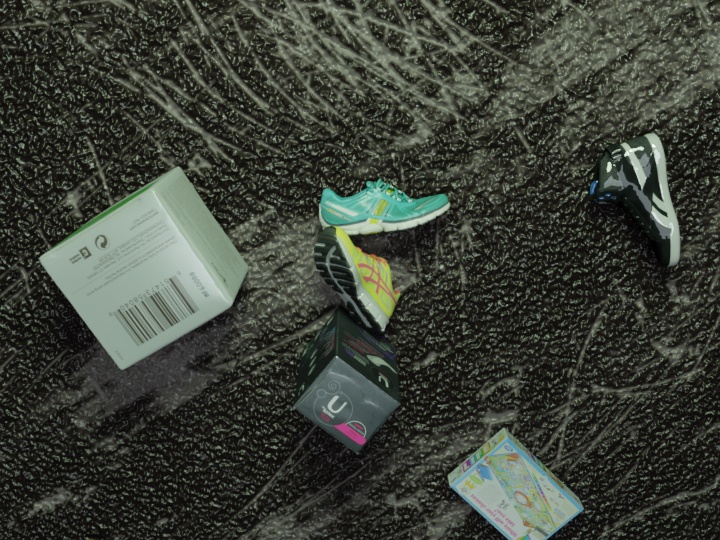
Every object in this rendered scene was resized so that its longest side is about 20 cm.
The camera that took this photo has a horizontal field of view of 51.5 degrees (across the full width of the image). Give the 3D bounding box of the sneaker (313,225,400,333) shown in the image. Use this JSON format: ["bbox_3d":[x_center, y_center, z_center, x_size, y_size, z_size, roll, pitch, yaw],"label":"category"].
[{"bbox_3d":[0.000,0.000,1.131,0.090,0.078,0.201,-50,132,-25],"label":"sneaker"}]

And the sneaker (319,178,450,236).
[{"bbox_3d":[0.035,-0.097,1.117,0.198,0.078,0.080,-6,99,2],"label":"sneaker"}]

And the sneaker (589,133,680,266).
[{"bbox_3d":[0.405,-0.095,1.122,0.111,0.073,0.202,-14,99,8],"label":"sneaker"}]

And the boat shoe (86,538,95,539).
[{"bbox_3d":[-0.451,0.568,1.325,0.069,0.074,0.201,-28,106,2],"label":"boat shoe"}]

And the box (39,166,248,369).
[{"bbox_3d":[-0.304,-0.009,1.091,0.198,0.171,0.201,-30,105,9],"label":"box"}]

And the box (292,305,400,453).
[{"bbox_3d":[-0.019,0.159,1.129,0.122,0.200,0.106,37,104,-11],"label":"box"}]

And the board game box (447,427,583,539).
[{"bbox_3d":[0.267,0.383,1.287,0.134,0.034,0.200,-43,103,12],"label":"board game box"}]
